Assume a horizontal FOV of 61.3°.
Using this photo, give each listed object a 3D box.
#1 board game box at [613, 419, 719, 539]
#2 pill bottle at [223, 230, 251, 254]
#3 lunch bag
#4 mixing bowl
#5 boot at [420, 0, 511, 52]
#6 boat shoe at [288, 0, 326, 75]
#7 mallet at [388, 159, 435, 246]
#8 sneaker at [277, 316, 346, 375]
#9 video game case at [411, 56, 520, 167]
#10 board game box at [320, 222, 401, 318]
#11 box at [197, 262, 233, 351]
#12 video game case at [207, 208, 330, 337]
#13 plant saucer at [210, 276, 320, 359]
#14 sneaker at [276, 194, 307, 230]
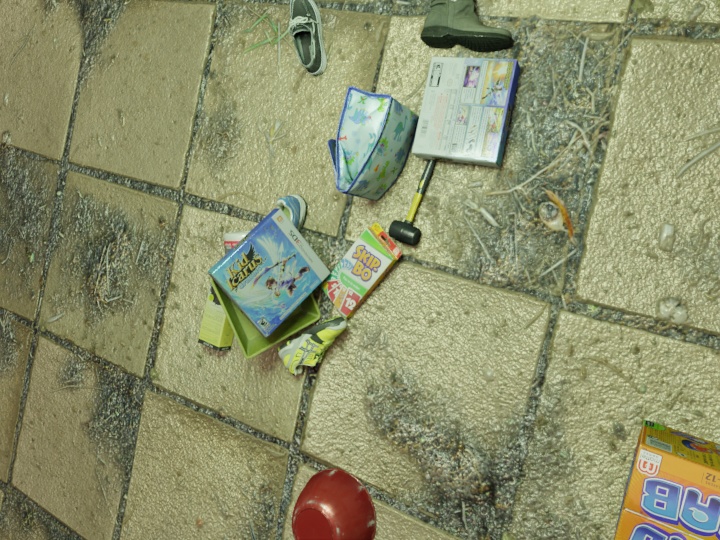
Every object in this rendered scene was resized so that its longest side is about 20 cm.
[{"bbox_3d":[0.518,0.381,0.950,0.196,0.199,0.205,15,95,27],"label":"board game box"},{"bbox_3d":[-0.255,0.012,1.409,0.108,0.110,0.205,0,97,27],"label":"pill bottle"},{"bbox_3d":[0.022,-0.249,1.245,0.125,0.169,0.205,18,98,26],"label":"lunch bag"},{"bbox_3d":[-0.076,0.543,1.307,0.196,0.108,0.206,-1,88,28],"label":"mixing bowl"},{"bbox_3d":[0.217,-0.517,1.215,0.196,0.067,0.134,15,90,25],"label":"boot"},{"bbox_3d":[-0.132,-0.549,1.392,0.072,0.068,0.204,-12,83,26],"label":"boat shoe"},{"bbox_3d":[0.128,-0.149,1.265,0.065,0.041,0.203,31,98,26],"label":"mallet"},{"bbox_3d":[-0.098,0.166,1.357,0.199,0.075,0.078,-34,81,33],"label":"sneaker"},{"bbox_3d":[0.209,-0.318,1.212,0.178,0.045,0.205,12,89,28],"label":"video game case"},{"bbox_3d":[0.000,0.000,1.317,0.096,0.030,0.201,49,114,20],"label":"board game box"},{"bbox_3d":[-0.339,0.089,1.490,0.074,0.050,0.205,15,96,27],"label":"box"},{"bbox_3d":[-0.190,0.004,1.291,0.200,0.045,0.182,-45,111,-16],"label":"video game case"},{"bbox_3d":[-0.211,0.058,1.346,0.048,0.197,0.204,11,126,63],"label":"plant saucer"},{"bbox_3d":[-0.178,-0.075,1.396,0.074,0.077,0.205,8,95,25],"label":"sneaker"}]
